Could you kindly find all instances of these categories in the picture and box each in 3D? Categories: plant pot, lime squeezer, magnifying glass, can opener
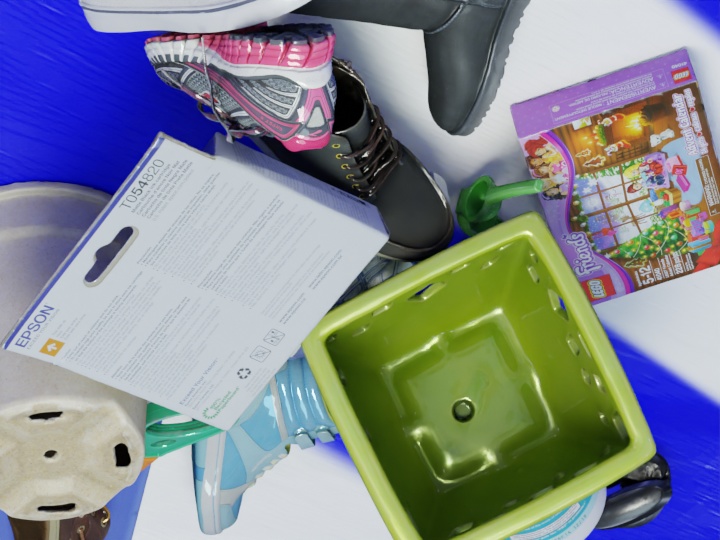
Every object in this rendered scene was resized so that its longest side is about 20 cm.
[{"bbox_3d":[0.082,0.093,1.675,0.199,0.200,0.181,-26,175,-3],"label":"plant pot"},{"bbox_3d":[0.102,-0.040,1.688,0.038,0.070,0.200,-56,167,-10],"label":"lime squeezer"},{"bbox_3d":[-0.229,0.070,1.657,0.199,0.184,0.201,-6,136,-6],"label":"plant pot"},{"bbox_3d":[-0.156,0.132,1.764,0.079,0.023,0.200,-1,161,-29],"label":"magnifying glass"},{"bbox_3d":[0.179,0.208,1.979,0.199,0.064,0.079,-20,163,22],"label":"can opener"}]

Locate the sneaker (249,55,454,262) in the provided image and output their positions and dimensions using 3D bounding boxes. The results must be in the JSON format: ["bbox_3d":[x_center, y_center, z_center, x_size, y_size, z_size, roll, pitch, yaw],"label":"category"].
[{"bbox_3d":[0.001,-0.074,1.574,0.200,0.106,0.075,39,75,-20],"label":"sneaker"}]

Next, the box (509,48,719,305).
[{"bbox_3d":[0.203,-0.065,1.715,0.136,0.039,0.200,-18,136,7],"label":"box"}]

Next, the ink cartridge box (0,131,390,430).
[{"bbox_3d":[-0.114,0.003,1.539,0.199,0.041,0.200,24,117,-36],"label":"ink cartridge box"}]

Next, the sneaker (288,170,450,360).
[{"bbox_3d":[0.000,0.000,1.713,0.088,0.076,0.200,12,132,-23],"label":"sneaker"}]

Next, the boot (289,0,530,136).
[{"bbox_3d":[0.004,-0.174,1.541,0.199,0.066,0.165,5,126,-20],"label":"boot"}]

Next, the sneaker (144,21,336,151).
[{"bbox_3d":[-0.081,-0.121,1.476,0.080,0.200,0.075,-11,103,-25],"label":"sneaker"}]

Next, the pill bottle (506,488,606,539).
[{"bbox_3d":[0.117,0.143,1.858,0.110,0.111,0.200,-24,136,13],"label":"pill bottle"}]

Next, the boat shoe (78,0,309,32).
[{"bbox_3d":[-0.107,-0.198,1.451,0.199,0.071,0.070,3,130,38],"label":"boat shoe"}]

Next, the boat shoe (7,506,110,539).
[{"bbox_3d":[-0.240,0.201,1.847,0.072,0.072,0.201,-26,132,-30],"label":"boat shoe"}]

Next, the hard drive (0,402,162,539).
[{"bbox_3d":[-0.244,0.177,1.877,0.131,0.025,0.201,3,134,-16],"label":"hard drive"}]

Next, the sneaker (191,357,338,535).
[{"bbox_3d":[-0.071,0.140,1.839,0.130,0.080,0.201,-2,136,-8],"label":"sneaker"}]
